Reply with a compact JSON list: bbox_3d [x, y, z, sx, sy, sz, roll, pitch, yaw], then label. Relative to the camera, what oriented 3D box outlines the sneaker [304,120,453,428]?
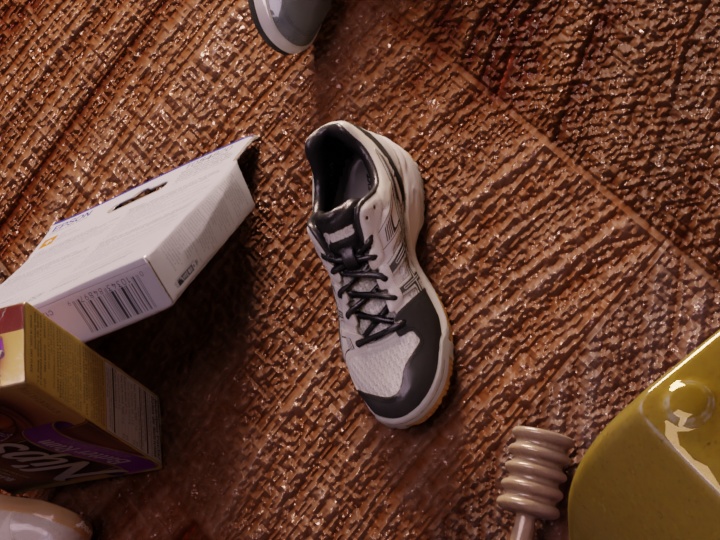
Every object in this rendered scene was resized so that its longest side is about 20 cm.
[{"bbox_3d":[0.000,0.000,1.164,0.075,0.087,0.202,-25,59,23],"label":"sneaker"}]

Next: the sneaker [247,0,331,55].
[{"bbox_3d":[-0.005,-0.248,1.286,0.120,0.083,0.202,-10,63,43],"label":"sneaker"}]

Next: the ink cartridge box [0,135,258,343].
[{"bbox_3d":[-0.171,-0.005,1.279,0.198,0.041,0.200,-22,18,29],"label":"ink cartridge box"}]

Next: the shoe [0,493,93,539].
[{"bbox_3d":[-0.272,0.178,1.294,0.198,0.070,0.054,5,64,35],"label":"shoe"}]

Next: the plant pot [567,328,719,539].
[{"bbox_3d":[0.202,0.101,0.777,0.194,0.201,0.196,-37,55,-8],"label":"plant pot"}]

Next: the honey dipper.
[{"bbox_3d":[0.082,0.189,1.056,0.038,0.038,0.202,6,78,38],"label":"honey dipper"}]

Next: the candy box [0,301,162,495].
[{"bbox_3d":[-0.217,0.086,1.196,0.115,0.200,0.057,-11,65,14],"label":"candy box"}]
